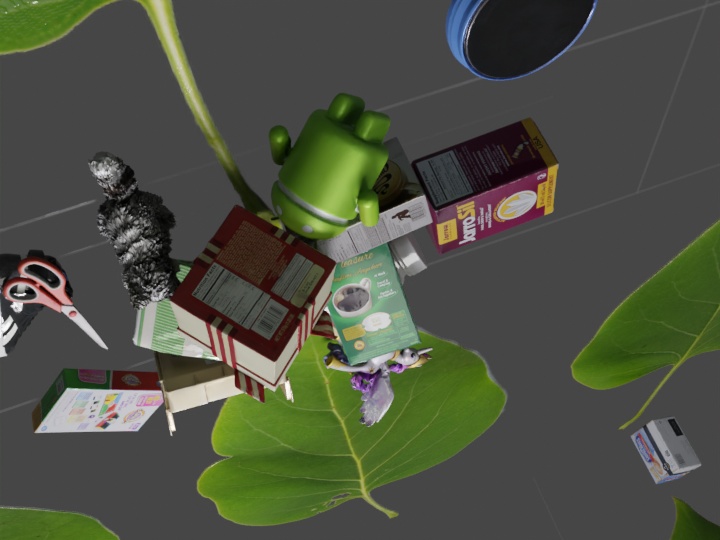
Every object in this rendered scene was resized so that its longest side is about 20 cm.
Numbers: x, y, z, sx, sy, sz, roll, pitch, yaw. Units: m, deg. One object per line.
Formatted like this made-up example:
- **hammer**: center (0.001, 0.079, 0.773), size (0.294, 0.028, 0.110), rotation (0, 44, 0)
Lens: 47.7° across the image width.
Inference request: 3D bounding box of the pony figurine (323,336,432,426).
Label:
- **pony figurine**: center (0.024, 0.184, 1.609), size (0.200, 0.167, 0.193), rotation (30, 115, -35)

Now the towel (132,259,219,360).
- **towel**: center (-0.233, 0.060, 1.220), size (0.199, 0.023, 0.154), rotation (8, 106, -12)

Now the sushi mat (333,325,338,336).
- **sushi mat**: center (-0.079, 0.085, 1.433), size (0.012, 0.095, 0.200), rotation (-60, 147, -7)

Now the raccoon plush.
- **raccoon plush**: center (-0.298, -0.038, 1.040), size (0.096, 0.135, 0.200), rotation (-25, 150, 7)

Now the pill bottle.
- **pill bottle**: center (0.000, 0.000, 1.316), size (0.199, 0.114, 0.114), rotation (-29, 149, 10)

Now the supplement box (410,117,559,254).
- **supplement box**: center (0.191, -0.128, 1.250), size (0.199, 0.104, 0.131), rotation (-21, 150, -2)

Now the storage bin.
- **storage bin**: center (-0.231, 0.170, 1.343), size (0.199, 0.199, 0.094), rotation (-13, 110, -15)

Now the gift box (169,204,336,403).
- **gift box**: center (-0.134, 0.057, 1.102), size (0.185, 0.199, 0.187), rotation (-53, 175, -19)

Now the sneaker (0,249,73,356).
- **sneaker**: center (-0.459, 0.052, 1.136), size (0.111, 0.073, 0.200), rotation (-5, 144, -24)

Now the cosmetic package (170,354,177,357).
- **cosmetic package**: center (-0.231, 0.054, 1.291), size (0.199, 0.072, 0.102), rotation (-22, 149, -2)

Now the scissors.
- **scissors**: center (-0.395, 0.048, 1.109), size (0.073, 0.014, 0.200), rotation (-43, 136, 4)

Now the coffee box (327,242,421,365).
- **coffee box**: center (0.007, 0.037, 1.245), size (0.122, 0.044, 0.201), rotation (-19, 112, 6)

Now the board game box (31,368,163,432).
- **board game box**: center (-0.460, 0.235, 1.453), size (0.199, 0.040, 0.153), rotation (9, 137, -42)

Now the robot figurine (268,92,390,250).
- **robot figurine**: center (-0.040, -0.127, 1.059), size (0.201, 0.175, 0.116), rotation (-58, 167, 17)

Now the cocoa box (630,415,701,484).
- **cocoa box**: center (1.118, 0.658, 2.985), size (0.133, 0.201, 0.131), rotation (-1, 144, -32)

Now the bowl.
- **bowl**: center (0.205, -0.321, 1.022), size (0.199, 0.040, 0.201), rotation (-16, 149, -10)

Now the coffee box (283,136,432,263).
- **coffee box**: center (-0.012, -0.091, 1.168), size (0.199, 0.113, 0.080), rotation (-23, 149, 2)
